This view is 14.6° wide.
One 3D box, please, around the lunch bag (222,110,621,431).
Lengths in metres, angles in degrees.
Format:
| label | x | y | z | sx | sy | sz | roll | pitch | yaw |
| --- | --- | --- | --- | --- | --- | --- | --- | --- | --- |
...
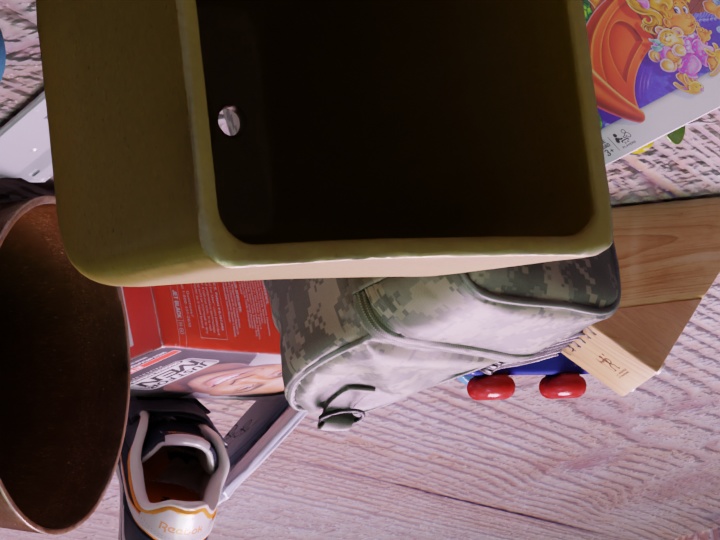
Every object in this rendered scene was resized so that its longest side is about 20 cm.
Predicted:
| label | x | y | z | sx | sy | sz | roll | pitch | yaw |
| --- | --- | --- | --- | --- | --- | --- | --- | --- | --- |
| lunch bag | 0.014 | -0.041 | 1.359 | 0.168 | 0.201 | 0.139 | -27 | 156 | 36 |

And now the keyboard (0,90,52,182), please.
| label | x | y | z | sx | sy | sz | roll | pitch | yaw |
| --- | --- | --- | --- | --- | --- | --- | --- | --- | --- |
| keyboard | -0.145 | -0.083 | 1.441 | 0.056 | 0.011 | 0.200 | 4 | 159 | -32 |

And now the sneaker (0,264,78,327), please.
| label | x | y | z | sx | sy | sz | roll | pitch | yaw |
| --- | --- | --- | --- | --- | --- | --- | --- | --- | --- |
| sneaker | -0.226 | 0.043 | 1.711 | 0.075 | 0.081 | 0.200 | 6 | 156 | -45 |

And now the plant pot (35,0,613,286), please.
| label | x | y | z | sx | sy | sz | roll | pitch | yaw |
| --- | --- | --- | --- | --- | --- | --- | --- | --- | --- |
| plant pot | -0.038 | -0.083 | 1.190 | 0.195 | 0.195 | 0.200 | -2 | 172 | -32 |

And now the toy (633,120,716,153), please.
| label | x | y | z | sx | sy | sz | roll | pitch | yaw |
| --- | --- | --- | --- | --- | --- | --- | --- | --- | --- |
| toy | 0.082 | -0.077 | 1.545 | 0.199 | 0.047 | 0.115 | -7 | -178 | 28 |

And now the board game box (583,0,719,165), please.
| label | x | y | z | sx | sy | sz | roll | pitch | yaw |
| --- | --- | --- | --- | --- | --- | --- | --- | --- | --- |
| board game box | 0.124 | -0.132 | 1.234 | 0.200 | 0.134 | 0.045 | -28 | -157 | 46 |

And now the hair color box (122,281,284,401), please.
| label | x | y | z | sx | sy | sz | roll | pitch | yaw |
| --- | --- | --- | --- | --- | --- | --- | --- | --- | --- |
| hair color box | -0.096 | 0.042 | 1.839 | 0.101 | 0.061 | 0.200 | -24 | 162 | 38 |

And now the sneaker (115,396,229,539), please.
| label | x | y | z | sx | sy | sz | roll | pitch | yaw |
| --- | --- | --- | --- | --- | --- | --- | --- | --- | --- |
| sneaker | -0.130 | 0.113 | 1.883 | 0.078 | 0.200 | 0.080 | 6 | 132 | -22 |

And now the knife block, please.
| label | x | y | z | sx | sy | sz | roll | pitch | yaw |
| --- | --- | --- | --- | --- | --- | --- | --- | --- | --- |
| knife block | 0.140 | -0.010 | 1.866 | 0.200 | 0.175 | 0.064 | -55 | -175 | -24 |

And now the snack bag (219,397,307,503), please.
| label | x | y | z | sx | sy | sz | roll | pitch | yaw |
| --- | --- | --- | --- | --- | --- | --- | --- | --- | --- |
| snack bag | -0.072 | 0.113 | 1.991 | 0.189 | 0.021 | 0.200 | -46 | -176 | -23 |

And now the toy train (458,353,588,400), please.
| label | x | y | z | sx | sy | sz | roll | pitch | yaw |
| --- | --- | --- | --- | --- | --- | --- | --- | --- | --- |
| toy train | 0.061 | 0.051 | 1.985 | 0.200 | 0.085 | 0.116 | 1 | 174 | -40 |

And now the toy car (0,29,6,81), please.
| label | x | y | z | sx | sy | sz | roll | pitch | yaw |
| --- | --- | --- | --- | --- | --- | --- | --- | --- | --- |
| toy car | -0.273 | -0.072 | 1.179 | 0.199 | 0.177 | 0.184 | 16 | -179 | 4 |

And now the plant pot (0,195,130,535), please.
| label | x | y | z | sx | sy | sz | roll | pitch | yaw |
| --- | --- | --- | --- | --- | --- | --- | --- | --- | --- |
| plant pot | -0.259 | 0.055 | 1.588 | 0.199 | 0.188 | 0.187 | -2 | 170 | 21 |
